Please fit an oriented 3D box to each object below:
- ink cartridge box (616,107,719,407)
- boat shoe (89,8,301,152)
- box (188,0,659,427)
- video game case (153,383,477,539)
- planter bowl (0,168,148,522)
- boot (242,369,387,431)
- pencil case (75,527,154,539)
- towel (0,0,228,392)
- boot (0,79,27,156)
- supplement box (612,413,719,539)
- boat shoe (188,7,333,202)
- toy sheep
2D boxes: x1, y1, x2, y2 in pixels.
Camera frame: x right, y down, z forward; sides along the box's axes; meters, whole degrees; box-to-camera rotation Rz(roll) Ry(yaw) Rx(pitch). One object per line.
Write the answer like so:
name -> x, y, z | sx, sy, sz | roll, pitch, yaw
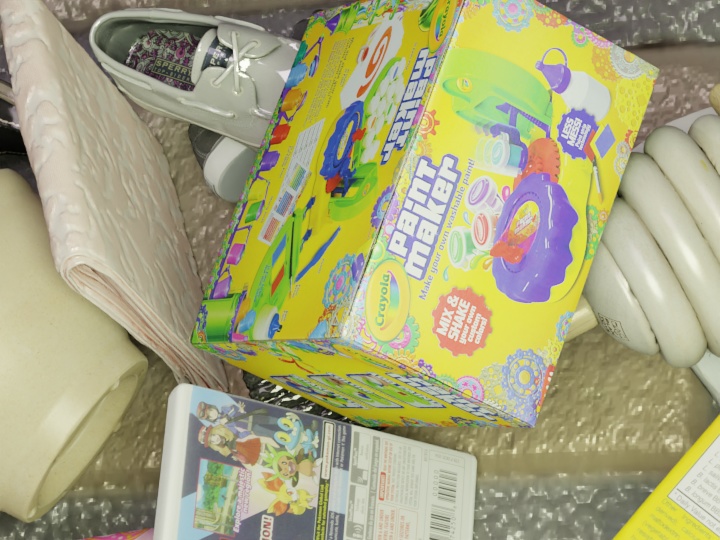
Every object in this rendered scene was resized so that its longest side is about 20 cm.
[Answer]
ink cartridge box -> 0.238, -0.037, 1.619 | 0.200, 0.047, 0.160 | -38, 55, 4
boat shoe -> -0.076, -0.118, 1.724 | 0.199, 0.068, 0.072 | 22, 83, 36
box -> 0.029, -0.032, 1.530 | 0.192, 0.122, 0.201 | -5, 62, 64
video game case -> -0.027, 0.174, 1.571 | 0.023, 0.181, 0.201 | 138, 143, -56
planter bowl -> -0.209, 0.061, 1.703 | 0.134, 0.200, 0.201 | 35, 81, 7
boot -> -0.001, -0.001, 1.690 | 0.157, 0.079, 0.212 | -18, 58, 15
pencil case -> -0.128, 0.191, 1.643 | 0.199, 0.087, 0.088 | -10, 60, 20
towel -> -0.147, -0.041, 1.712 | 0.032, 0.191, 0.201 | -25, 55, 10
boot -> -0.287, -0.053, 1.854 | 0.199, 0.073, 0.151 | 11, 68, 33
supplement box -> 0.205, 0.158, 1.492 | 0.200, 0.110, 0.109 | -48, 55, -5
boat shoe -> -0.023, -0.125, 1.780 | 0.200, 0.070, 0.066 | -41, 56, 9
toy sheep -> 0.179, -0.017, 1.525 | 0.199, 0.138, 0.138 | -33, 55, 3
